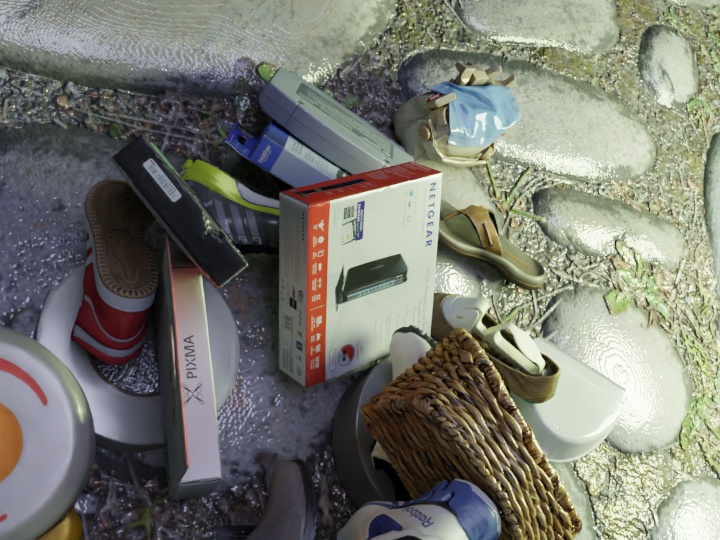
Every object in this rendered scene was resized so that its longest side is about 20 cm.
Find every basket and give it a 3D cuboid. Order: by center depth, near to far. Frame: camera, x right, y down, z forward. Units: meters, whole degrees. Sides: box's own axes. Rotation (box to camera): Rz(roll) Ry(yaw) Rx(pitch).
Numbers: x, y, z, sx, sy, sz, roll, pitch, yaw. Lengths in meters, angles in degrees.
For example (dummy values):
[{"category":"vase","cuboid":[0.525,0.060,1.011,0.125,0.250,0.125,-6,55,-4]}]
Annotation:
[{"category":"basket","cuboid":[0.125,0.157,0.820,0.149,0.143,0.200,-34,96,-32]}]

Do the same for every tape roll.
[{"category":"tape roll","cuboid":[-0.220,0.077,0.903,0.202,0.037,0.203,11,65,-23]},{"category":"tape roll","cuboid":[0.072,0.185,0.986,0.200,0.066,0.201,11,65,-23]}]

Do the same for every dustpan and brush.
[{"category":"dustpan and brush","cuboid":[0.222,0.192,1.074,0.139,0.057,0.200,32,51,2]}]

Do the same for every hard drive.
[{"category":"hard drive","cuboid":[-0.164,-0.057,0.831,0.038,0.200,0.140,-38,103,-4]}]

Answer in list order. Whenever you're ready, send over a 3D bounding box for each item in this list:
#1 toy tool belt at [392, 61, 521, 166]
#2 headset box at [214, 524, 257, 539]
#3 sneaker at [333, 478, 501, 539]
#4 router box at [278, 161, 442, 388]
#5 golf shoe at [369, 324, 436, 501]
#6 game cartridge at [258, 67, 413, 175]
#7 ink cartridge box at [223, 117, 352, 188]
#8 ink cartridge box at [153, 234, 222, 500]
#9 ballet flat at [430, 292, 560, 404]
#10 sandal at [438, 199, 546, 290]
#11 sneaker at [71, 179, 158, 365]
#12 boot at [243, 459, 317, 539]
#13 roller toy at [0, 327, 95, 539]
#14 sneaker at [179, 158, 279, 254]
[{"category":"toy tool belt","cuboid":[0.147,-0.203,1.160,0.200,0.123,0.125,-18,77,-32]},{"category":"headset box","cuboid":[-0.104,0.333,0.825,0.148,0.075,0.200,7,66,-25]},{"category":"sneaker","cuboid":[0.015,0.246,0.761,0.115,0.199,0.081,-27,81,-46]},{"category":"router box","cuboid":[0.000,0.000,0.949,0.179,0.049,0.200,-18,121,-37]},{"category":"golf shoe","cuboid":[0.051,0.151,0.905,0.094,0.078,0.200,-5,70,-28]},{"category":"game cartridge","cuboid":[-0.026,-0.162,1.066,0.200,0.042,0.133,33,24,-10]},{"category":"ink cartridge box","cuboid":[-0.055,-0.117,1.033,0.200,0.042,0.119,29,18,-10]},{"category":"ink cartridge box","cuboid":[-0.151,0.089,0.804,0.043,0.174,0.200,-2,70,-19]},{"category":"ballet flat","cuboid":[0.147,0.075,1.044,0.200,0.072,0.068,38,51,9]},{"category":"sandal","cuboid":[0.155,-0.043,1.120,0.200,0.055,0.082,31,33,-13]},{"category":"sneaker","cuboid":[-0.237,0.003,0.875,0.071,0.113,0.200,8,34,-21]},{"category":"boot","cuboid":[-0.112,0.249,0.775,0.131,0.070,0.200,14,58,-16]},{"category":"roller toy","cuboid":[-0.313,0.144,0.758,0.200,0.140,0.183,19,74,-9]},{"category":"sneaker","cuboid":[-0.122,-0.040,0.976,0.200,0.074,0.081,27,70,11]}]
